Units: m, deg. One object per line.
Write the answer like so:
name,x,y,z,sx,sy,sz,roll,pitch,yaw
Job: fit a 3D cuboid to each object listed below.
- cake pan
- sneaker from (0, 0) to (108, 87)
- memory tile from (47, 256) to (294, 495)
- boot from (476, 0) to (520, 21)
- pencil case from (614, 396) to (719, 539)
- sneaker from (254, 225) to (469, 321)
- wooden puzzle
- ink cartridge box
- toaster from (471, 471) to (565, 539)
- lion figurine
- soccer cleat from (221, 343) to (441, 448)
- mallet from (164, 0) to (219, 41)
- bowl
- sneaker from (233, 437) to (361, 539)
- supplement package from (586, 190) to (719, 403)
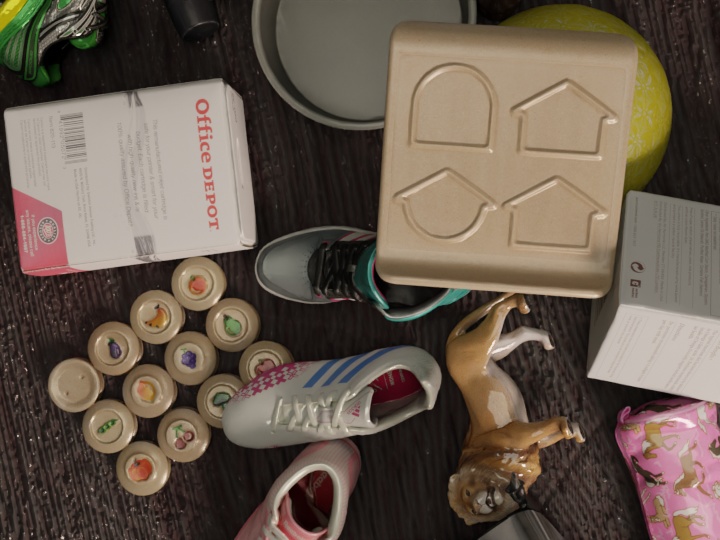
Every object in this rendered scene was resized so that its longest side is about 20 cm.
cake pan,0.004,-0.222,0.879,0.200,0.037,0.201,0,89,9
sneaker,-0.251,-0.252,0.898,0.085,0.078,0.200,43,102,-2
memory tile,-0.175,0.096,0.906,0.200,0.017,0.153,-39,86,4
boot,0.136,-0.308,0.791,0.064,0.200,0.187,12,91,5
pencil case,0.278,0.203,0.830,0.086,0.083,0.200,-13,87,-34
sneaker,0.000,0.000,0.838,0.200,0.121,0.084,0,89,6
wooden puzzle,0.109,-0.086,0.764,0.185,0.046,0.200,4,97,2
ink cartridge box,-0.199,-0.079,0.877,0.200,0.083,0.147,-7,88,6
toaster,0.126,0.307,0.792,0.181,0.119,0.200,-40,111,2
lion figurine,0.115,0.112,0.859,0.122,0.072,0.200,-20,72,22
soccer cleat,-0.028,0.113,0.848,0.200,0.086,0.070,-18,106,3
mallet,-0.100,-0.283,0.861,0.200,0.041,0.066,-35,79,28
bowl,0.171,-0.136,0.832,0.200,0.108,0.201,0,89,5
sneaker,-0.068,0.235,0.850,0.075,0.105,0.200,31,93,3
supplement package,0.296,0.030,0.793,0.200,0.117,0.117,11,55,5
